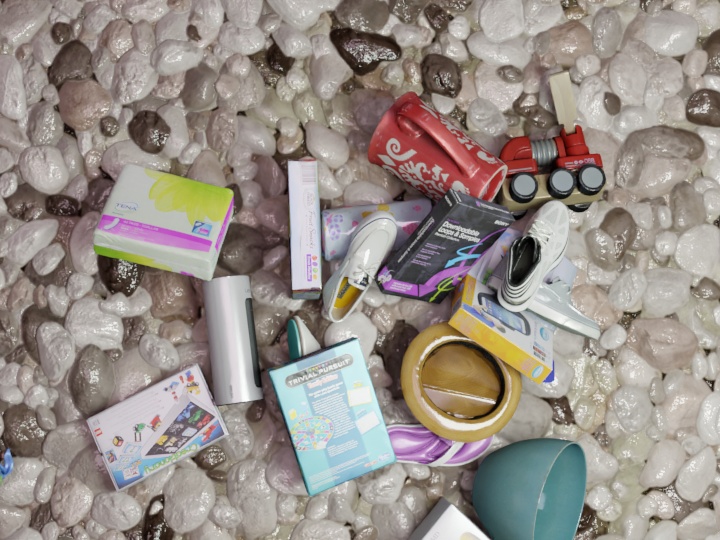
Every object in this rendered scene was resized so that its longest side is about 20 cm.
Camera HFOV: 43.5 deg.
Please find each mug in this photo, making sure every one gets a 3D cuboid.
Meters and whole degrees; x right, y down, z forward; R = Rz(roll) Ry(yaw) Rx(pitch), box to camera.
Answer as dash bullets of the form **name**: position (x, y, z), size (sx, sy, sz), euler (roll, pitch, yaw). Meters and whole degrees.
- **mug**: position (0.118, -0.174, 1.433), size (0.199, 0.177, 0.135), euler (37, 108, 15)

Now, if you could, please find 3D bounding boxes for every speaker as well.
- **speaker**: position (-0.207, 0.112, 1.452), size (0.079, 0.081, 0.205), euler (-7, 83, -3)

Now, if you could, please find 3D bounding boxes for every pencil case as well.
- **pencil case**: position (0.029, -0.067, 1.482), size (0.195, 0.091, 0.085), euler (-6, 59, -4)

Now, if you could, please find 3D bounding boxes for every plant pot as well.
- **plant pot**: position (0.251, 0.349, 1.402), size (0.133, 0.199, 0.204), euler (10, 81, 34)

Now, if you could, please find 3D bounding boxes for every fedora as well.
- **fedora**: position (0.157, 0.180, 1.452), size (0.196, 0.082, 0.205), euler (1, 77, -6)

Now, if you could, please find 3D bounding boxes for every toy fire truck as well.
- **toy fire truck**: position (0.308, -0.208, 1.500), size (0.172, 0.129, 0.204), euler (-6, 72, -2)

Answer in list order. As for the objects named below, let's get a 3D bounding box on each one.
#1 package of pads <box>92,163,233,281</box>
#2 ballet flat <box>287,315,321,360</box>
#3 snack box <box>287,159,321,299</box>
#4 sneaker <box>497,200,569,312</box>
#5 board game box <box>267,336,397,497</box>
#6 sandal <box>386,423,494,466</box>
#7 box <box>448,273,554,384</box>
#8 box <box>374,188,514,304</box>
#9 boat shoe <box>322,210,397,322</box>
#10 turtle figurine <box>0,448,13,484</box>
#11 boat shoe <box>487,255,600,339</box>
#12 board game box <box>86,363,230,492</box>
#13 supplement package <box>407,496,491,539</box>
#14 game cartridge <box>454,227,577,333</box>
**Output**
- **package of pads**: position (-0.312, -0.082, 1.451), size (0.196, 0.069, 0.157), euler (13, 54, 0)
- **ballet flat**: position (-0.079, 0.174, 1.464), size (0.068, 0.069, 0.205), euler (-5, 87, -3)
- **snack box**: position (-0.090, -0.062, 1.446), size (0.052, 0.142, 0.205), euler (-1, 82, -3)
- **sneaker**: position (0.278, -0.041, 1.389), size (0.075, 0.116, 0.203), euler (25, 69, 13)
- **board game box**: position (-0.044, 0.226, 1.410), size (0.148, 0.047, 0.204), euler (-18, 93, -11)
- **sandal**: position (0.122, 0.280, 1.459), size (0.198, 0.050, 0.084), euler (-8, 83, -3)
- **box**: position (0.234, 0.097, 1.432), size (0.198, 0.120, 0.042), euler (32, 118, -4)
- **box**: position (0.131, -0.032, 1.411), size (0.201, 0.141, 0.036), euler (-52, 49, 28)
- **boat shoe**: position (0.000, 0.000, 1.428), size (0.070, 0.070, 0.201), euler (22, 120, -24)
- **turtle figurine**: position (-0.650, 0.276, 1.370), size (0.192, 0.146, 0.199), euler (34, 39, 20)
- **boat shoe**: position (0.304, 0.041, 1.451), size (0.198, 0.070, 0.073), euler (29, 87, 4)
- **board game box**: position (-0.324, 0.252, 1.453), size (0.197, 0.035, 0.128), euler (-26, 84, -5)
- **supplement package**: position (0.172, 0.467, 1.407), size (0.199, 0.110, 0.114), euler (42, 83, 3)
- **game cartridge**: position (0.257, 0.003, 1.506), size (0.197, 0.041, 0.136), euler (23, 79, 1)
